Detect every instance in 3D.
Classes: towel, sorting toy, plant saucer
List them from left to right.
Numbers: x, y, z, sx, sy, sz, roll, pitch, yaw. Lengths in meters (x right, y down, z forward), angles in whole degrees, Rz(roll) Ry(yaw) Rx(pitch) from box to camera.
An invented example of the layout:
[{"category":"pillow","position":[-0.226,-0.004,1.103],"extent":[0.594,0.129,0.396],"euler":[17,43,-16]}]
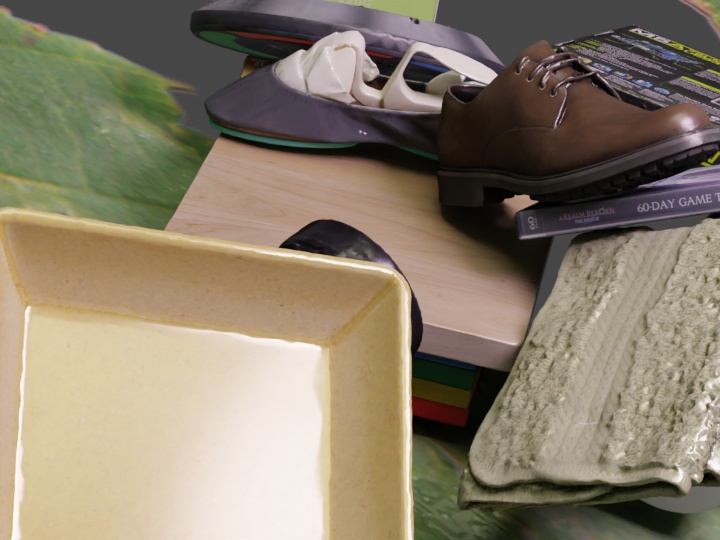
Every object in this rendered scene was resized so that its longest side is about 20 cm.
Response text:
[{"category":"plant saucer","position":[-0.078,0.083,1.093],"extent":[0.199,0.048,0.201],"euler":[9,62,-17]},{"category":"sorting toy","position":[0.000,0.000,1.391],"extent":[0.199,0.070,0.199],"euler":[13,29,6]},{"category":"towel","position":[0.137,0.042,1.235],"extent":[0.148,0.037,0.200],"euler":[-8,36,36]}]

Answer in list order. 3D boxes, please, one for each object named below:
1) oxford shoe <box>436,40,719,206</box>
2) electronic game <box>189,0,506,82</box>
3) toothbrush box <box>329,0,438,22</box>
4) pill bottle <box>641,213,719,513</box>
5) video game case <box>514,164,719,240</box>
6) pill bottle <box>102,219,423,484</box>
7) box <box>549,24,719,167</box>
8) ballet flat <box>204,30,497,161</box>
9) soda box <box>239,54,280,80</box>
[{"category":"oxford shoe","position":[0.106,-0.079,1.322],"extent":[0.073,0.085,0.200],"euler":[-12,8,-40]},{"category":"electronic game","position":[-0.008,-0.137,1.560],"extent":[0.199,0.042,0.200],"euler":[10,0,0]},{"category":"toothbrush box","position":[-0.042,-0.221,1.676],"extent":[0.199,0.086,0.146],"euler":[11,14,-2]},{"category":"pill bottle","position":[0.199,0.044,1.344],"extent":[0.112,0.113,0.200],"euler":[21,34,16]},{"category":"video game case","position":[0.194,-0.045,1.343],"extent":[0.199,0.019,0.143],"euler":[-7,5,17]},{"category":"pill bottle","position":[-0.066,0.063,1.203],"extent":[0.112,0.112,0.200],"euler":[31,54,29]},{"category":"box","position":[0.219,-0.096,1.586],"extent":[0.200,0.048,0.193],"euler":[24,17,20]},{"category":"ballet flat","position":[0.012,-0.101,1.434],"extent":[0.199,0.073,0.073],"euler":[10,33,0]},{"category":"soda box","position":[0.019,-0.071,1.513],"extent":[0.199,0.068,0.064],"euler":[10,33,0]}]
